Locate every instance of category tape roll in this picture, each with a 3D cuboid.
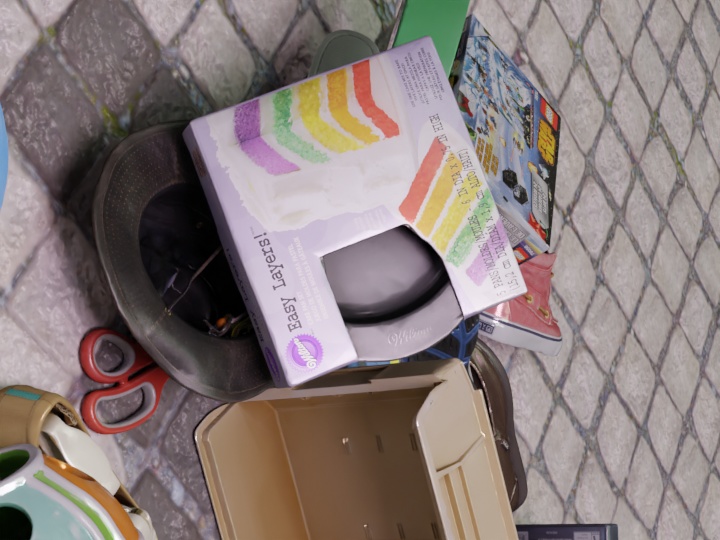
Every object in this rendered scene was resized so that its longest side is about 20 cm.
[{"bbox_3d":[0.036,-0.143,1.227,0.200,0.048,0.202,-163,-90,-87],"label":"tape roll"}]

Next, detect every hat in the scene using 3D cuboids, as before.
[{"bbox_3d":[-0.123,-0.001,1.082,0.200,0.081,0.202,16,67,-41],"label":"hat"}]

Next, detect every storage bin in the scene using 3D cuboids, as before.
[{"bbox_3d":[0.001,0.176,1.125,0.094,0.199,0.200,-28,106,-53],"label":"storage bin"}]

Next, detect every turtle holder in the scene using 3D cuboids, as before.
[{"bbox_3d":[-0.217,0.183,0.904,0.141,0.184,0.132,-88,160,-72],"label":"turtle holder"}]

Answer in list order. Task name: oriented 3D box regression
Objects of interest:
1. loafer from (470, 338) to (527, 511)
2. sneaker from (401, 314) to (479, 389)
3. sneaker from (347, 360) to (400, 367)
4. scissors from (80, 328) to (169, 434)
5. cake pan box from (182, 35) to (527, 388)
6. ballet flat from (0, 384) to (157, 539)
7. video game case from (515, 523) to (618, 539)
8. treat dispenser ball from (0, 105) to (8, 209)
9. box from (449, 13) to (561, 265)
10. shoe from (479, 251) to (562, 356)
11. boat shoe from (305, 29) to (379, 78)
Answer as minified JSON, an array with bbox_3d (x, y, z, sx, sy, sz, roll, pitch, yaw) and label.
[{"bbox_3d":[0.096,0.142,1.360,0.071,0.073,0.201,-44,121,-46],"label":"loafer"},{"bbox_3d":[0.057,0.080,1.296,0.075,0.077,0.201,-2,119,-21],"label":"sneaker"},{"bbox_3d":[-0.011,0.137,1.237,0.078,0.066,0.201,5,80,-40],"label":"sneaker"},{"bbox_3d":[-0.132,0.064,1.124,0.200,0.014,0.074,-17,95,-54],"label":"scissors"},{"bbox_3d":[-0.003,-0.036,1.056,0.183,0.052,0.201,-20,90,-11],"label":"cake pan box"},{"bbox_3d":[-0.174,0.157,1.007,0.201,0.063,0.069,59,43,-29],"label":"ballet flat"},{"bbox_3d":[0.179,0.329,1.388,0.019,0.143,0.201,5,79,-34],"label":"video game case"},{"bbox_3d":[-0.281,-0.060,0.786,0.200,0.200,0.202,13,74,-52],"label":"treat dispenser ball"},{"bbox_3d":[0.115,-0.116,1.337,0.137,0.040,0.201,45,33,-23],"label":"box"},{"bbox_3d":[0.153,0.021,1.416,0.200,0.071,0.091,15,98,-67],"label":"shoe"},{"bbox_3d":[-0.036,-0.102,1.234,0.201,0.075,0.060,-60,175,-32],"label":"boat shoe"}]
